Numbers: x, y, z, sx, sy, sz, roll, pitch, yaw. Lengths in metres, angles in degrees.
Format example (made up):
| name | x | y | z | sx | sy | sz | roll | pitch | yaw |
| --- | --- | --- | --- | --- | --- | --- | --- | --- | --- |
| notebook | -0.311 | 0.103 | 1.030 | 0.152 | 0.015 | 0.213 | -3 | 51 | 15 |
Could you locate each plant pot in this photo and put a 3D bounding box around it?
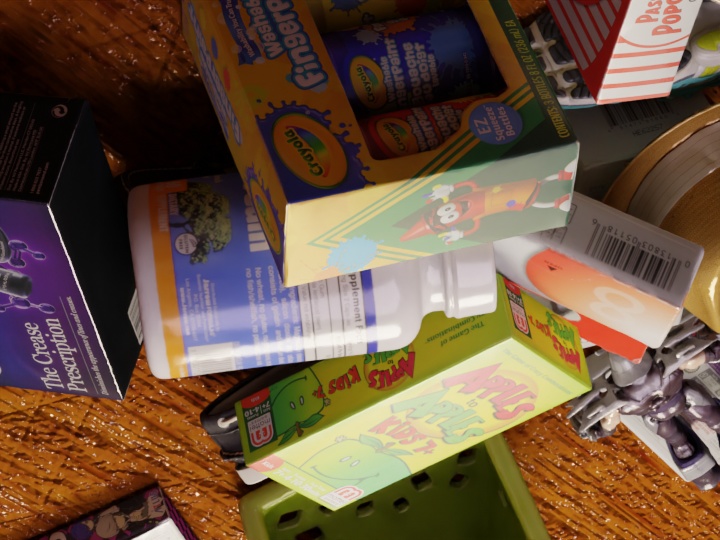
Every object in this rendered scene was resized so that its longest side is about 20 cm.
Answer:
| name | x | y | z | sx | sy | sz | roll | pitch | yaw |
| --- | --- | --- | --- | --- | --- | --- | --- | --- | --- |
| plant pot | 0.047 | 0.238 | 2.037 | 0.198 | 0.201 | 0.182 | -23 | 152 | 1 |

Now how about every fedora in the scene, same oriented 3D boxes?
| name | x | y | z | sx | sy | sz | roll | pitch | yaw |
| --- | --- | --- | --- | --- | --- | --- | --- | --- | --- |
| fedora | 0.236 | -0.025 | 1.765 | 0.200 | 0.082 | 0.201 | -18 | 145 | -13 |

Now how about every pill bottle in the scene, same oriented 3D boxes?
| name | x | y | z | sx | sy | sz | roll | pitch | yaw |
| --- | --- | --- | --- | --- | --- | --- | --- | --- | --- |
| pill bottle | -0.027 | -0.005 | 1.603 | 0.199 | 0.112 | 0.112 | -8 | 143 | -2 |

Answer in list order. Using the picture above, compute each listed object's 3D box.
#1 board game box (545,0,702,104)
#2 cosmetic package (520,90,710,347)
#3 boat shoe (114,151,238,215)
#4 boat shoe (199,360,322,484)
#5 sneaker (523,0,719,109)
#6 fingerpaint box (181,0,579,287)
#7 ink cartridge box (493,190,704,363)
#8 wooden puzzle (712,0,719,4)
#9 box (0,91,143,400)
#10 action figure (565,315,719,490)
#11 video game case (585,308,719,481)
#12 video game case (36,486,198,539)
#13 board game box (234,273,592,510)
| name | x | y | z | sx | sy | sz | roll | pitch | yaw |
| --- | --- | --- | --- | --- | --- | --- | --- | --- | --- |
| board game box | 0.126 | -0.212 | 1.482 | 0.046 | 0.200 | 0.152 | -8 | 142 | -20 |
| cosmetic package | 0.165 | -0.038 | 1.840 | 0.101 | 0.074 | 0.200 | -14 | 143 | -13 |
| boat shoe | -0.067 | -0.047 | 1.713 | 0.199 | 0.073 | 0.065 | 1 | 134 | -44 |
| boat shoe | -0.017 | 0.059 | 1.878 | 0.200 | 0.074 | 0.060 | -37 | 105 | 11 |
| sneaker | 0.185 | -0.129 | 1.734 | 0.199 | 0.078 | 0.080 | -12 | 151 | -14 |
| fingerpaint box | 0.007 | -0.102 | 1.560 | 0.166 | 0.200 | 0.074 | -12 | 142 | -13 |
| ink cartridge box | 0.112 | 0.008 | 1.755 | 0.162 | 0.050 | 0.200 | 24 | 156 | 3 |
| wooden puzzle | 0.231 | -0.173 | 1.588 | 0.185 | 0.046 | 0.200 | 25 | 167 | -18 |
| box | -0.209 | -0.015 | 1.616 | 0.140 | 0.079 | 0.200 | 8 | 147 | 15 |
| action figure | 0.217 | 0.092 | 2.009 | 0.130 | 0.070 | 0.200 | -27 | 140 | 18 |
| video game case | 0.275 | 0.068 | 2.081 | 0.182 | 0.023 | 0.200 | -32 | 143 | 13 |
| video game case | -0.190 | 0.248 | 2.051 | 0.181 | 0.036 | 0.200 | -25 | 144 | 3 |
| board game box | 0.032 | 0.079 | 1.778 | 0.199 | 0.048 | 0.102 | -27 | 146 | 23 |
